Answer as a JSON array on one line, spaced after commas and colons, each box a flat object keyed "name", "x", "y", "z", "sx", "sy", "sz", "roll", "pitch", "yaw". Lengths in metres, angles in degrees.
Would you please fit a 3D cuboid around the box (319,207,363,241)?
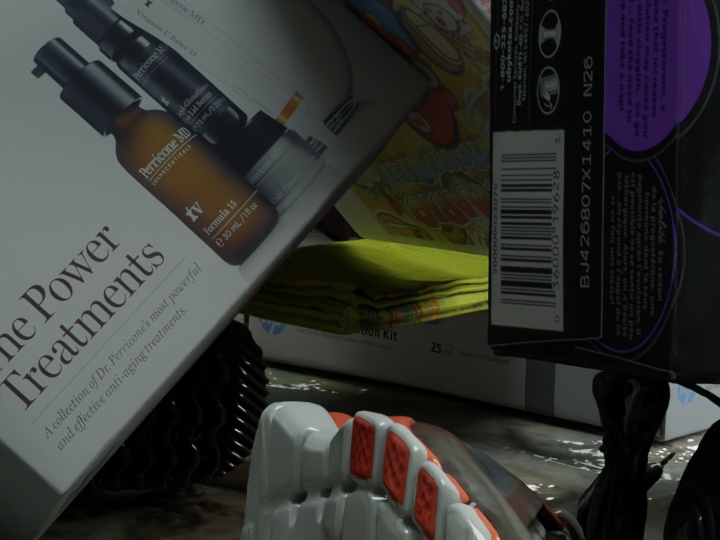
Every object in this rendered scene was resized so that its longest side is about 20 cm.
[{"name": "box", "x": 0.059, "y": -0.121, "z": 1.479, "sx": 0.163, "sy": 0.202, "sz": 0.166, "roll": 0, "pitch": 9, "yaw": -12}]

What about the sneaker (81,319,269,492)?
[{"name": "sneaker", "x": -0.135, "y": 0.038, "z": 0.908, "sx": 0.198, "sy": 0.071, "sz": 0.093, "roll": 1, "pitch": 3, "yaw": -26}]

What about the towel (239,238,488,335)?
[{"name": "towel", "x": 0.000, "y": 0.000, "z": 0.999, "sx": 0.086, "sy": 0.018, "sz": 0.200, "roll": 12, "pitch": 8, "yaw": 23}]

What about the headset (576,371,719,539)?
[{"name": "headset", "x": 0.128, "y": 0.081, "z": 0.756, "sx": 0.123, "sy": 0.095, "sz": 0.200, "roll": -5, "pitch": 28, "yaw": -35}]

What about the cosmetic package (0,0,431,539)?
[{"name": "cosmetic package", "x": -0.093, "y": -0.038, "z": 0.866, "sx": 0.200, "sy": 0.151, "sz": 0.052, "roll": -50, "pitch": -1, "yaw": -34}]

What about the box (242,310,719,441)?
[{"name": "box", "x": 0.078, "y": 0.021, "z": 1.121, "sx": 0.199, "sy": 0.041, "sz": 0.155, "roll": 9, "pitch": 11, "yaw": 38}]

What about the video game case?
[{"name": "video game case", "x": 0.005, "y": -0.072, "z": 0.947, "sx": 0.023, "sy": 0.182, "sz": 0.200, "roll": -49, "pitch": 27, "yaw": -19}]

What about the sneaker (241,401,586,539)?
[{"name": "sneaker", "x": 0.029, "y": 0.072, "z": 0.715, "sx": 0.081, "sy": 0.078, "sz": 0.200, "roll": 6, "pitch": 9, "yaw": -17}]

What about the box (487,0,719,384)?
[{"name": "box", "x": 0.145, "y": -0.033, "z": 0.784, "sx": 0.199, "sy": 0.123, "sz": 0.106, "roll": 1, "pitch": 2, "yaw": -25}]

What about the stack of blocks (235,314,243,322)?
[{"name": "stack of blocks", "x": -0.141, "y": -0.003, "z": 1.148, "sx": 0.199, "sy": 0.059, "sz": 0.115, "roll": -1, "pitch": 10, "yaw": -22}]
